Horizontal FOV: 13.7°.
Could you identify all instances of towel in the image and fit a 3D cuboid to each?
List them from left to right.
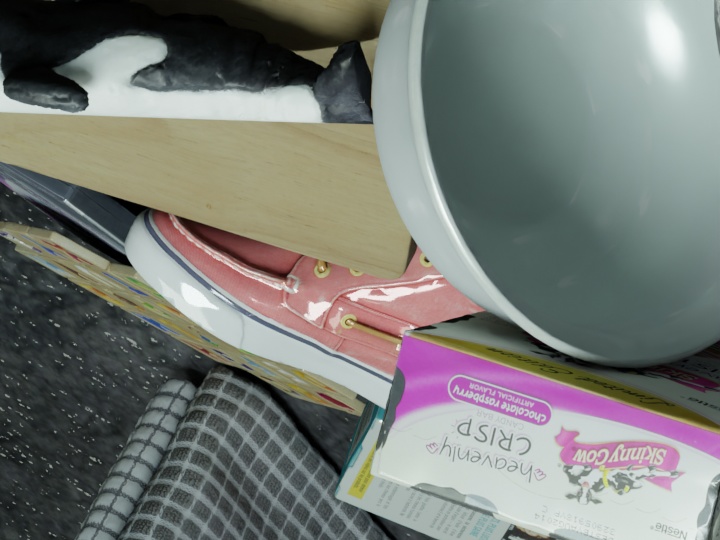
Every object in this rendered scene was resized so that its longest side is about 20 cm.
[{"bbox_3d":[-0.059,0.174,1.586,0.085,0.166,0.200,-16,125,38],"label":"towel"}]

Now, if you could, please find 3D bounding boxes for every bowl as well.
[{"bbox_3d":[0.074,-0.061,1.154,0.090,0.201,0.201,-7,128,54],"label":"bowl"}]

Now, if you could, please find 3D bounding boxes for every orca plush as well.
[{"bbox_3d":[-0.092,-0.097,1.193,0.199,0.105,0.072,3,93,22],"label":"orca plush"}]

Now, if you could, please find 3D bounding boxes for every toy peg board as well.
[{"bbox_3d":[-0.048,-0.128,1.269,0.199,0.098,0.200,17,127,9],"label":"toy peg board"}]

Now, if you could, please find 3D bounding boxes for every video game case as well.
[{"bbox_3d":[-0.134,-0.029,1.438,0.143,0.019,0.200,30,175,34],"label":"video game case"}]

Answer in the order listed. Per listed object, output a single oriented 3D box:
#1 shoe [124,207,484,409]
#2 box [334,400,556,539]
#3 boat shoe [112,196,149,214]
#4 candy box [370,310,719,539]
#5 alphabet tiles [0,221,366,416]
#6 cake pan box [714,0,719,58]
[{"bbox_3d":[0.000,0.000,1.335,0.199,0.072,0.091,27,115,-13],"label":"shoe"},{"bbox_3d":[0.094,0.107,1.429,0.199,0.049,0.082,22,145,-4],"label":"box"},{"bbox_3d":[-0.060,-0.028,1.424,0.200,0.074,0.063,22,137,13],"label":"boat shoe"},{"bbox_3d":[0.105,0.059,1.175,0.136,0.200,0.061,17,101,20],"label":"candy box"},{"bbox_3d":[-0.089,0.024,1.489,0.199,0.006,0.166,30,171,-26],"label":"alphabet tiles"},{"bbox_3d":[0.215,-0.086,1.021,0.199,0.052,0.185,-9,101,27],"label":"cake pan box"}]
